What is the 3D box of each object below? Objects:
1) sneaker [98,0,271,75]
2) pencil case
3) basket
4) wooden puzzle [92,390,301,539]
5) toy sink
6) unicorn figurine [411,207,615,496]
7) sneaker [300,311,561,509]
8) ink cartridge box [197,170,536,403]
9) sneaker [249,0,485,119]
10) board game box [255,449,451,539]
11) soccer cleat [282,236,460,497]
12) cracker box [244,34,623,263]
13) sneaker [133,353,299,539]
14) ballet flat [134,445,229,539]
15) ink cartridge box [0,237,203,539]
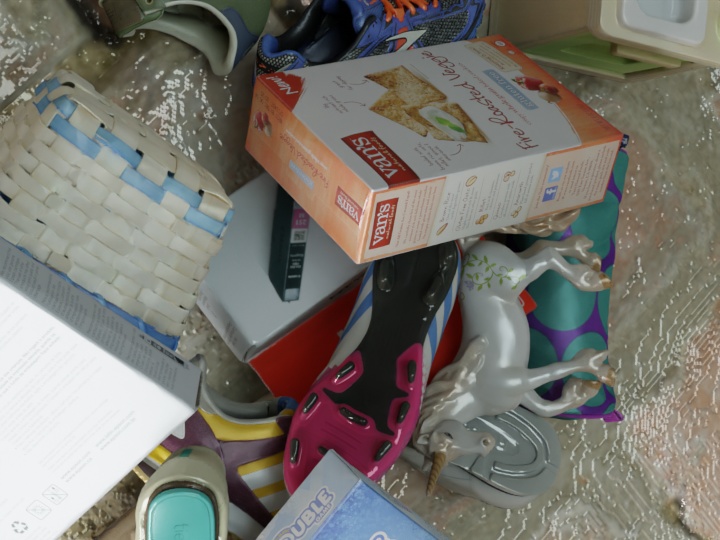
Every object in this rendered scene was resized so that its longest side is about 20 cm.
[{"bbox_3d":[-0.142,-0.192,1.070,0.199,0.067,0.091,25,71,-28],"label":"sneaker"},{"bbox_3d":[0.146,0.004,1.205,0.092,0.085,0.202,6,86,-26],"label":"pencil case"},{"bbox_3d":[-0.178,0.001,1.014,0.176,0.139,0.201,36,92,-22],"label":"basket"},{"bbox_3d":[-0.078,0.206,1.110,0.200,0.046,0.186,-38,105,-18],"label":"wooden puzzle"},{"bbox_3d":[0.195,-0.198,1.172,0.129,0.200,0.113,8,84,-27],"label":"toy sink"},{"bbox_3d":[0.096,0.051,1.110,0.136,0.074,0.202,-1,72,-8],"label":"unicorn figurine"},{"bbox_3d":[0.036,0.102,1.156,0.199,0.081,0.077,33,66,-1],"label":"sneaker"},{"bbox_3d":[0.000,0.000,1.121,0.199,0.044,0.174,-35,80,-24],"label":"ink cartridge box"},{"bbox_3d":[0.009,-0.158,1.129,0.200,0.075,0.079,-39,145,-24],"label":"sneaker"},{"bbox_3d":[-0.011,0.236,1.005,0.200,0.043,0.199,-50,125,-1],"label":"board game box"},{"bbox_3d":[0.013,0.065,1.050,0.069,0.086,0.201,22,69,10],"label":"soccer cleat"},{"bbox_3d":[0.046,-0.082,1.071,0.199,0.134,0.058,-15,133,-33],"label":"cracker box"},{"bbox_3d":[-0.043,0.131,1.054,0.199,0.075,0.091,33,87,-20],"label":"sneaker"},{"bbox_3d":[-0.107,0.192,0.999,0.069,0.069,0.202,-2,115,-27],"label":"ballet flat"},{"bbox_3d":[-0.225,0.072,0.967,0.199,0.199,0.041,36,30,-24],"label":"ink cartridge box"}]
